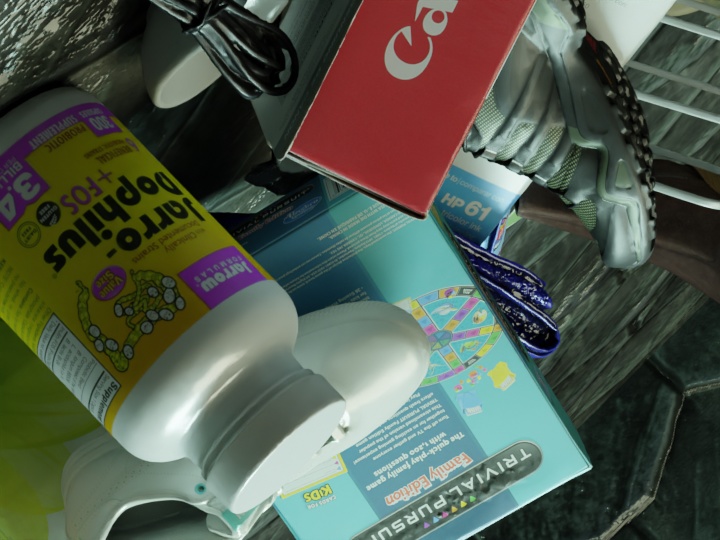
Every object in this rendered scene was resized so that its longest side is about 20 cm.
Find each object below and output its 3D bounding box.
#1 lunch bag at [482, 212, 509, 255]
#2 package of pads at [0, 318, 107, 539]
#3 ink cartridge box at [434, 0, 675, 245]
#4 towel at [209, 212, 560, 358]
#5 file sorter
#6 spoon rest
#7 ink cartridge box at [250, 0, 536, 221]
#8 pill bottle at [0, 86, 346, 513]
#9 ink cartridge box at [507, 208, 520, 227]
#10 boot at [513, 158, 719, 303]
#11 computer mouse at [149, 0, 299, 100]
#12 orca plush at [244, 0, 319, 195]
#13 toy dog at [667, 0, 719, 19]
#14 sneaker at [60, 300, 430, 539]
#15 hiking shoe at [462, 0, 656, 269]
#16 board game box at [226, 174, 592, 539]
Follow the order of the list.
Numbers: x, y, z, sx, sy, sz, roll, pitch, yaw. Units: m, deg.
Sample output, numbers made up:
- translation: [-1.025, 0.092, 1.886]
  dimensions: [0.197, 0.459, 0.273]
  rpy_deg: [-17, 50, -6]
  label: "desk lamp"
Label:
- translation: [0.064, -0.068, 1.597]
  dimensions: [0.151, 0.094, 0.200]
  rpy_deg: [-79, -167, -50]
  label: "lunch bag"
- translation: [-0.131, 0.074, 1.396]
  dimensions: [0.200, 0.155, 0.068]
  rpy_deg: [-38, 167, -24]
  label: "package of pads"
- translation: [0.077, -0.134, 1.414]
  dimensions: [0.200, 0.084, 0.145]
  rpy_deg: [-53, -155, 30]
  label: "ink cartridge box"
- translation: [0.000, 0.000, 1.453]
  dimensions: [0.200, 0.148, 0.050]
  rpy_deg: [2, -113, 50]
  label: "towel"
- translation: [0.186, -0.152, 1.535]
  dimensions: [0.139, 0.124, 0.201]
  rpy_deg: [-51, 157, -76]
  label: "file sorter"
- translation: [-0.064, -0.128, 1.194]
  dimensions: [0.099, 0.061, 0.200]
  rpy_deg: [-43, 166, -10]
  label: "spoon rest"
- translation: [0.033, -0.134, 1.166]
  dimensions: [0.200, 0.084, 0.176]
  rpy_deg: [-63, -168, 11]
  label: "ink cartridge box"
- translation: [-0.100, 0.016, 1.215]
  dimensions: [0.104, 0.200, 0.104]
  rpy_deg: [-42, 167, -12]
  label: "pill bottle"
- translation: [0.107, -0.092, 1.852]
  dimensions: [0.145, 0.048, 0.200]
  rpy_deg: [-33, 163, -42]
  label: "ink cartridge box"
- translation: [0.174, -0.018, 1.569]
  dimensions: [0.200, 0.166, 0.073]
  rpy_deg: [-93, -167, -71]
  label: "boot"
- translation: [-0.046, -0.184, 1.081]
  dimensions: [0.140, 0.046, 0.200]
  rpy_deg: [35, 75, -50]
  label: "computer mouse"
- translation: [0.002, -0.132, 1.360]
  dimensions: [0.071, 0.105, 0.200]
  rpy_deg: [-91, -170, -55]
  label: "orca plush"
- translation: [0.259, -0.232, 1.706]
  dimensions: [0.200, 0.140, 0.194]
  rpy_deg: [-31, 174, -46]
  label: "toy dog"
- translation: [-0.051, 0.091, 1.268]
  dimensions: [0.200, 0.075, 0.089]
  rpy_deg: [-30, -154, 8]
  label: "sneaker"
- translation: [0.083, -0.080, 1.325]
  dimensions: [0.100, 0.200, 0.076]
  rpy_deg: [-19, -153, 17]
  label: "hiking shoe"
- translation: [0.003, 0.053, 1.335]
  dimensions: [0.151, 0.200, 0.047]
  rpy_deg: [-30, -156, 6]
  label: "board game box"
